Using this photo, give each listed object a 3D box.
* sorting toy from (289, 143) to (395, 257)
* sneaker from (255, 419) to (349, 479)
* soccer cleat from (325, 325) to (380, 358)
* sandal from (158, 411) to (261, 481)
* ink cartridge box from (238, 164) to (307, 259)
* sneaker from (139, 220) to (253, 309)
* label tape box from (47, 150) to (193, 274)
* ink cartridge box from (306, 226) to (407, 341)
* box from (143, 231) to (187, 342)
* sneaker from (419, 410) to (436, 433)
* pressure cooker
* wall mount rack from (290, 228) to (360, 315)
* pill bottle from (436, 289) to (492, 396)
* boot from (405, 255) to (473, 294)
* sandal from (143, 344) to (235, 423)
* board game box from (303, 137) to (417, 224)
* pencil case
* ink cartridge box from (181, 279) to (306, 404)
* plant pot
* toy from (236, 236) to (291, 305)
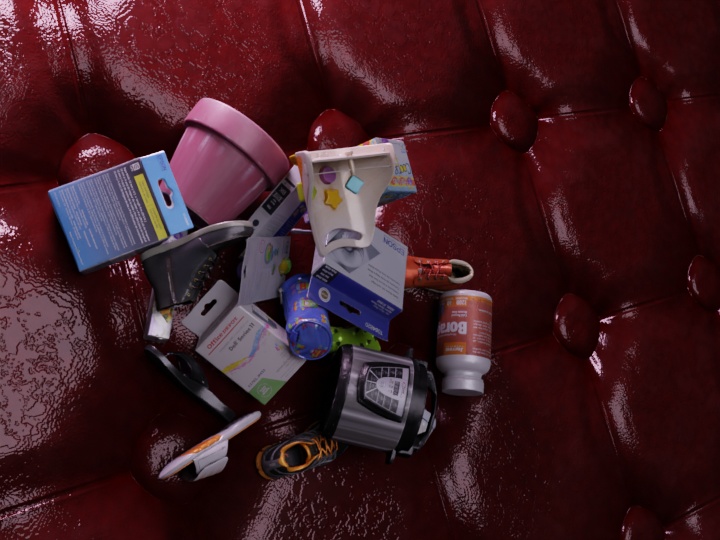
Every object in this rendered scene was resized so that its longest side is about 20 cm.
[{"bbox_3d":[-0.037,-0.120,1.475,0.199,0.106,0.181,-12,99,-41],"label":"sorting toy"},{"bbox_3d":[-0.087,0.322,1.529,0.199,0.077,0.079,-20,86,-34],"label":"sneaker"},{"bbox_3d":[-0.039,0.140,1.614,0.199,0.081,0.068,15,62,-50],"label":"soccer cleat"},{"bbox_3d":[-0.240,0.308,1.439,0.206,0.079,0.059,-29,90,-35],"label":"sandal"},{"bbox_3d":[-0.150,-0.100,1.552,0.039,0.099,0.200,41,94,20],"label":"ink cartridge box"},{"bbox_3d":[-0.262,-0.009,1.437,0.199,0.075,0.107,-21,82,1],"label":"sneaker"},{"bbox_3d":[-0.397,-0.097,1.423,0.199,0.066,0.144,-22,88,-12],"label":"label tape box"},{"bbox_3d":[0.000,0.000,1.548,0.199,0.040,0.201,30,51,-32],"label":"ink cartridge box"},{"bbox_3d":[-0.338,0.024,1.478,0.038,0.041,0.201,14,69,-24],"label":"box"},{"bbox_3d":[0.063,0.270,1.633,0.200,0.073,0.071,37,58,-18],"label":"sneaker"},{"bbox_3d":[0.039,0.230,1.512,0.199,0.179,0.177,15,113,-8],"label":"pressure cooker"},{"bbox_3d":[-0.045,-0.013,1.632,0.173,0.074,0.202,2,90,-34],"label":"wall mount rack"},{"bbox_3d":[0.210,0.148,1.728,0.112,0.112,0.201,13,70,-27],"label":"pill bottle"},{"bbox_3d":[0.132,0.000,1.726,0.199,0.107,0.076,6,76,-28],"label":"boot"},{"bbox_3d":[-0.287,0.184,1.450,0.200,0.075,0.048,46,65,-23],"label":"sandal"},{"bbox_3d":[-0.011,-0.166,1.613,0.105,0.199,0.104,-5,79,-57],"label":"board game box"},{"bbox_3d":[-0.100,0.077,1.512,0.086,0.200,0.078,10,114,-14],"label":"pencil case"},{"bbox_3d":[-0.205,0.124,1.483,0.200,0.067,0.117,41,99,-15],"label":"ink cartridge box"},{"bbox_3d":[-0.255,-0.171,1.503,0.200,0.200,0.180,38,77,-17],"label":"plant pot"},{"bbox_3d":[-0.182,-0.005,1.515,0.200,0.047,0.116,-7,106,-70],"label":"toy"}]
